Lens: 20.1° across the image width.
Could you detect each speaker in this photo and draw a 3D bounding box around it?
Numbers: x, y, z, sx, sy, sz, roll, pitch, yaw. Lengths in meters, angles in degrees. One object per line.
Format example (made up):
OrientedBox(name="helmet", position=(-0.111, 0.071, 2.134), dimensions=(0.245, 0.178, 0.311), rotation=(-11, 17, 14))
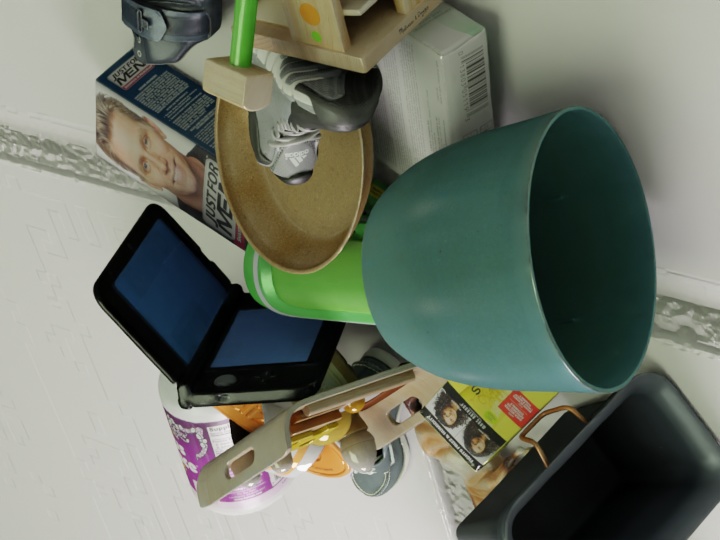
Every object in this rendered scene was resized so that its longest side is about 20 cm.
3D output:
OrientedBox(name="speaker", position=(0.000, 0.000, 1.651), dimensions=(0.199, 0.089, 0.089), rotation=(4, 130, 40))

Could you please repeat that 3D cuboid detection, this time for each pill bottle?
OrientedBox(name="pill bottle", position=(-0.133, 0.132, 1.965), dimensions=(0.112, 0.112, 0.201), rotation=(18, 138, 34))

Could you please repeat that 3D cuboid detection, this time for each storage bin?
OrientedBox(name="storage bin", position=(0.169, 0.181, 1.633), dimensions=(0.146, 0.200, 0.134), rotation=(51, 155, -10))

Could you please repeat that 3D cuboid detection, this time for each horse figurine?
OrientedBox(name="horse figurine", position=(0.100, 0.154, 1.798), dimensions=(0.200, 0.050, 0.132), rotation=(45, 142, -3))

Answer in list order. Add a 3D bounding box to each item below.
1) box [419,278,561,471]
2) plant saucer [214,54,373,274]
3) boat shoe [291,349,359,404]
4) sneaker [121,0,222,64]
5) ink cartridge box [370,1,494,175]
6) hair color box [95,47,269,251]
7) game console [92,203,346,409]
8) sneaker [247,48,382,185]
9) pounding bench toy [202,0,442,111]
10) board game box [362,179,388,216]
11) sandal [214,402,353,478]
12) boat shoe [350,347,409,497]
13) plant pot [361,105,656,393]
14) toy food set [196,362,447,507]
OrientedBox(name="box", position=(0.128, 0.079, 1.622), dimensions=(0.075, 0.050, 0.200), rotation=(46, 137, 6))
OrientedBox(name="plant saucer", position=(-0.046, -0.099, 1.610), dimensions=(0.200, 0.035, 0.202), rotation=(15, 110, 50))
OrientedBox(name="boat shoe", position=(-0.064, 0.085, 1.835), dimensions=(0.073, 0.063, 0.200), rotation=(52, 170, -23))
OrientedBox(name="sneaker", position=(-0.197, -0.250, 1.654), dimensions=(0.201, 0.077, 0.147), rotation=(27, 140, 23))
OrientedBox(name="ink cartridge box", position=(0.025, -0.153, 1.568), dimensions=(0.200, 0.050, 0.162), rotation=(41, 152, 40))
OrientedBox(name="hair color box", position=(-0.138, -0.100, 1.768), dimensions=(0.199, 0.061, 0.100), rotation=(33, 144, 19))
OrientedBox(name="game console", position=(-0.111, 0.022, 1.725), dimensions=(0.174, 0.200, 0.117), rotation=(-4, 114, 13))
OrientedBox(name="sneaker", position=(-0.036, -0.110, 1.504), dimensions=(0.200, 0.074, 0.116), rotation=(-131, 37, -59))
OrientedBox(name="pounding bench toy", position=(-0.046, -0.225, 1.407), dimensions=(0.124, 0.200, 0.157), rotation=(17, 139, 35))
OrientedBox(name="board game box", position=(0.077, 0.024, 1.699), dimensions=(0.199, 0.029, 0.135), rotation=(34, 144, 17))
OrientedBox(name="sandal", position=(-0.102, 0.144, 1.853), dimensions=(0.206, 0.059, 0.079), rotation=(34, 143, -7))
OrientedBox(name="boat shoe", position=(0.003, 0.154, 1.887), dimensions=(0.073, 0.062, 0.201), rotation=(30, 144, 19))
OrientedBox(name="plant pot", position=(0.099, -0.006, 1.457), dimensions=(0.160, 0.201, 0.201), rotation=(-8, 122, 33))
OrientedBox(name="toy food set", position=(-0.026, 0.145, 1.711), dimensions=(0.143, 0.199, 0.061), rotation=(-37, 75, 48))
